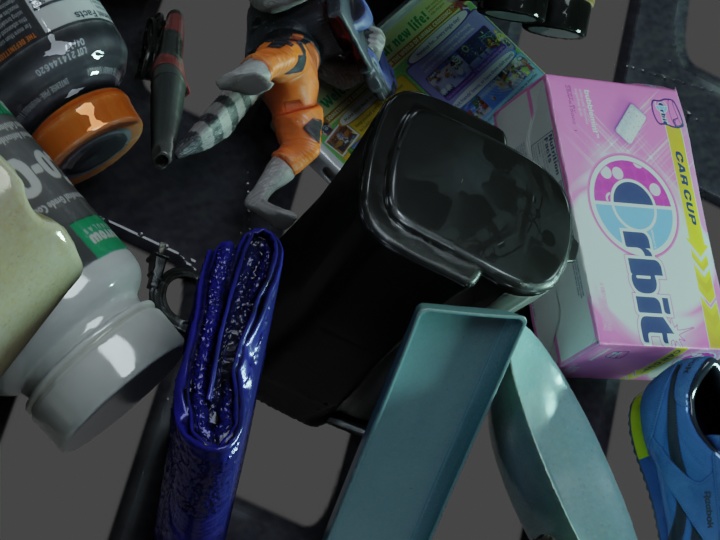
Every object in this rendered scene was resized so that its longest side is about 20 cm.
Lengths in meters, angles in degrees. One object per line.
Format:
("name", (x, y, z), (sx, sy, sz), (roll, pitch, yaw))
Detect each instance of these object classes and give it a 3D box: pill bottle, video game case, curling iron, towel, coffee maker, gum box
("pill bottle", (-0.211, -0.149, 1.480), (0.106, 0.106, 0.201), (-22, 73, -37))
("video game case", (0.061, -0.089, 1.646), (0.182, 0.022, 0.200), (44, 51, 3))
("curling iron", (-0.118, -0.108, 1.493), (0.025, 0.050, 0.200), (12, 25, -13))
("towel", (-0.087, 0.088, 1.343), (0.049, 0.201, 0.148), (13, 52, 0))
("coffee maker", (0.000, 0.000, 1.439), (0.191, 0.200, 0.136), (4, 58, -27))
("pill bottle", (-0.197, -0.002, 1.389), (0.200, 0.113, 0.113), (49, 51, 6))
("gum box", (0.165, -0.032, 1.613), (0.113, 0.066, 0.201), (3, 67, -33))

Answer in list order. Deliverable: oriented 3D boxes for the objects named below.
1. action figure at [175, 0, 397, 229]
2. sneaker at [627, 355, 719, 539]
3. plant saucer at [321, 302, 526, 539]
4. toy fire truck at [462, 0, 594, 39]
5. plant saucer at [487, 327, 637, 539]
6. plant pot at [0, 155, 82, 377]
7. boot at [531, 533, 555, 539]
("action figure", (-0.057, -0.155, 1.535), (0.194, 0.104, 0.201), (-74, 147, -46))
("sneaker", (0.231, 0.151, 1.547), (0.066, 0.078, 0.201), (-4, 69, -33))
("plant saucer", (0.030, 0.099, 1.406), (0.069, 0.201, 0.019), (5, 35, -26))
("toy fire truck", (0.045, -0.236, 1.633), (0.175, 0.199, 0.130), (12, 86, -50))
("plant saucer", (0.119, 0.130, 1.477), (0.202, 0.039, 0.201), (58, 15, -25))
("plant pot", (-0.249, 0.016, 1.253), (0.200, 0.200, 0.183), (45, 77, 4))
("boot", (0.156, 0.239, 1.396), (0.199, 0.182, 0.073), (34, 68, -1))
